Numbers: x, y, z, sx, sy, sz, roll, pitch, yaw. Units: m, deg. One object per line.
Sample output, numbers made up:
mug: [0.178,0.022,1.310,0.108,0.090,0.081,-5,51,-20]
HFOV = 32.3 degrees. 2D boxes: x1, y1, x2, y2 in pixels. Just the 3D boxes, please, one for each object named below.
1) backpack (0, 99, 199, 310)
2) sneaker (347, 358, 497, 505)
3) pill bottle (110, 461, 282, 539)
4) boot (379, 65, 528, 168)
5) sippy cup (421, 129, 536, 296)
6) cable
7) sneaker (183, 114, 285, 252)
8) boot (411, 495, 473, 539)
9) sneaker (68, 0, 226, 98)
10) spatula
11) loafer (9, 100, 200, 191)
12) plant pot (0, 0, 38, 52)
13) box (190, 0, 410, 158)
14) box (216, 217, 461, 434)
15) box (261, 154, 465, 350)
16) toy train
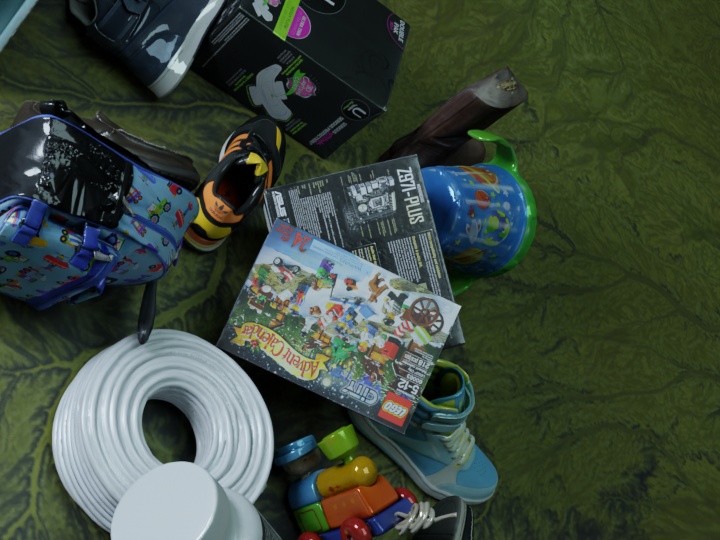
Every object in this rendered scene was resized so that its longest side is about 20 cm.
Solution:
backpack: [-0.253,-0.039,1.108,0.200,0.182,0.135,27,59,-40]
sneaker: [0.094,0.168,1.301,0.200,0.130,0.080,37,47,-18]
pill bottle: [-0.118,0.251,1.036,0.200,0.116,0.117,61,34,-43]
boot: [0.142,-0.175,1.478,0.186,0.200,0.064,-17,75,-45]
sippy cup: [0.110,-0.062,1.419,0.130,0.139,0.179,6,73,-49]
cable: [-0.175,0.153,1.131,0.200,0.069,0.200,54,45,-2]
sneaker: [-0.116,-0.104,1.305,0.070,0.090,0.200,42,47,-13]
boot: [0.116,0.348,1.262,0.153,0.073,0.204,30,57,-26]
sneaker: [-0.225,-0.301,1.334,0.146,0.077,0.203,37,50,-22]
spatula: [-0.189,0.002,1.182,0.020,0.057,0.200,15,38,-5]
loafer: [-0.247,-0.123,1.219,0.199,0.073,0.072,16,60,-32]
plant pot: [-0.359,-0.348,1.182,0.196,0.196,0.200,38,38,-16]
box: [-0.066,-0.255,1.405,0.200,0.124,0.149,34,51,-22]
box: [-0.021,0.054,1.202,0.199,0.038,0.137,25,82,-3]
box: [0.000,0.000,1.273,0.163,0.086,0.201,-14,86,-7]
toy train: [0.002,0.194,1.157,0.085,0.200,0.116,-24,86,-44]
